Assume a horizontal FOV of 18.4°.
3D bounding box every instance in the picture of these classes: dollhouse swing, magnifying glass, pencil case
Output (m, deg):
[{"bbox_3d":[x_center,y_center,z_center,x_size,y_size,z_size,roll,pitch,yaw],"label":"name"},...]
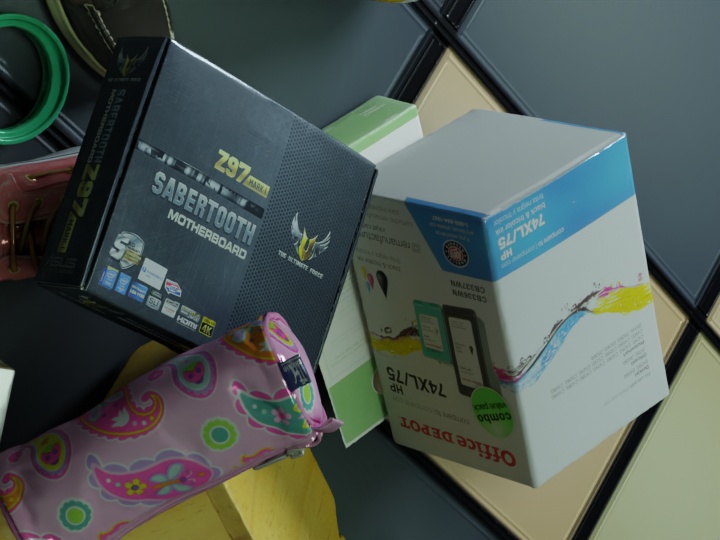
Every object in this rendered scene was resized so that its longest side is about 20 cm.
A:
[{"bbox_3d":[-0.136,0.168,1.447,0.201,0.175,0.182,63,20,-18],"label":"dollhouse swing"},{"bbox_3d":[-0.257,-0.114,1.309,0.199,0.022,0.080,-3,103,-44],"label":"magnifying glass"},{"bbox_3d":[-0.113,0.101,1.294,0.199,0.088,0.088,-27,125,6],"label":"pencil case"}]

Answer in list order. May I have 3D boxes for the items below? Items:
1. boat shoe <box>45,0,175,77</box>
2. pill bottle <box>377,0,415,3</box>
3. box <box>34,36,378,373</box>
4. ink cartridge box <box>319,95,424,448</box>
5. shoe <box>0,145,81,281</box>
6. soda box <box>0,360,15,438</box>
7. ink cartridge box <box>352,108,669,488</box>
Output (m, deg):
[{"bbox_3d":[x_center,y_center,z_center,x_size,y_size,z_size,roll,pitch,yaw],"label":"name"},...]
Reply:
[{"bbox_3d":[-0.157,-0.196,1.348,0.073,0.065,0.201,-44,127,-28],"label":"boat shoe"},{"bbox_3d":[0.001,-0.235,1.454,0.199,0.112,0.113,1,99,-42],"label":"pill bottle"},{"bbox_3d":[-0.087,-0.029,1.340,0.200,0.051,0.159,30,72,-44],"label":"box"},{"bbox_3d":[0.000,0.000,1.555,0.145,0.048,0.201,-34,123,-32],"label":"ink cartridge box"},{"bbox_3d":[-0.195,-0.028,1.336,0.199,0.091,0.072,-21,113,-38],"label":"shoe"},{"bbox_3d":[-0.263,0.145,1.323,0.068,0.064,0.202,11,92,-24],"label":"soda box"},{"bbox_3d":[0.100,0.016,1.519,0.146,0.146,0.201,-30,118,-35],"label":"ink cartridge box"}]
